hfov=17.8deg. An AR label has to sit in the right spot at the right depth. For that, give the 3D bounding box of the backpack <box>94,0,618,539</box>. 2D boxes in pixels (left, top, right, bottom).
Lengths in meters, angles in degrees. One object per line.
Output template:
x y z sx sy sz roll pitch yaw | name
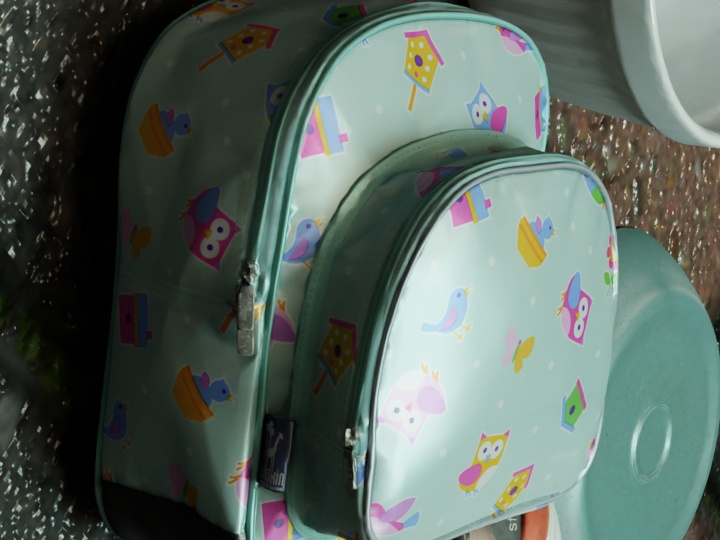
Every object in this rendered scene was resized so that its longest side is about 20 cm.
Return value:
0.000 0.000 0.811 0.175 0.152 0.202 -11 103 -49 | backpack

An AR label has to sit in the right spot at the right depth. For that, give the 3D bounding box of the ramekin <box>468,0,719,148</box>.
0.126 -0.159 0.985 0.200 0.104 0.202 -24 120 -51 | ramekin

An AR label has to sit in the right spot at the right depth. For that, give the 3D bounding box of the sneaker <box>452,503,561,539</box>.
0.017 0.177 0.978 0.081 0.077 0.202 15 94 -25 | sneaker

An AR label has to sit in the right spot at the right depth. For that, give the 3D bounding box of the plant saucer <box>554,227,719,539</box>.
0.130 0.081 1.126 0.199 0.036 0.202 -24 119 -52 | plant saucer
